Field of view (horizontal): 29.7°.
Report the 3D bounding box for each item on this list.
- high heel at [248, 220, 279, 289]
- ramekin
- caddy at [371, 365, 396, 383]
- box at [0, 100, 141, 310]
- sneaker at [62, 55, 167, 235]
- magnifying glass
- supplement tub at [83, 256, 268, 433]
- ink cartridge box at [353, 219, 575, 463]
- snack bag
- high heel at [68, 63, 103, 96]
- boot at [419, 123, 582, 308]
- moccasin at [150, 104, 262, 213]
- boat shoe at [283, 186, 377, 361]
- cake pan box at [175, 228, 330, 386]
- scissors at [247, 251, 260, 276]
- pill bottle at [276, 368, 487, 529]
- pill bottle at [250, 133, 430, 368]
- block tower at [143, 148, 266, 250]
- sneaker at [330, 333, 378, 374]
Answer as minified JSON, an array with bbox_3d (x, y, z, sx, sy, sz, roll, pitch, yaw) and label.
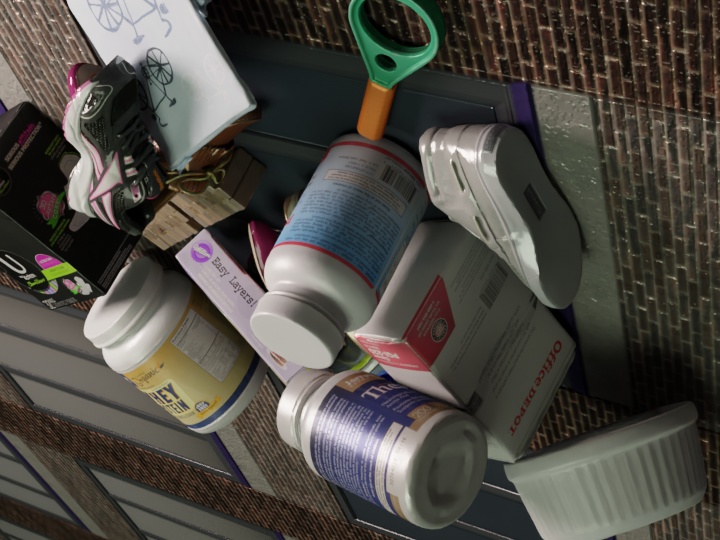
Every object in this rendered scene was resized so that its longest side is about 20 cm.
[{"bbox_3d":[-0.048,0.000,1.442,0.095,0.068,0.200,-20,142,8],"label":"high heel"},{"bbox_3d":[0.250,0.205,1.349,0.202,0.201,0.095,-33,75,60],"label":"ramekin"},{"bbox_3d":[0.062,0.126,1.465,0.105,0.142,0.199,34,152,-20],"label":"caddy"},{"bbox_3d":[-0.367,-0.069,1.550,0.200,0.125,0.148,43,149,-25],"label":"box"},{"bbox_3d":[-0.211,-0.108,1.233,0.086,0.080,0.201,32,149,11],"label":"sneaker"},{"bbox_3d":[0.021,-0.170,1.121,0.079,0.023,0.200,26,154,5],"label":"magnifying glass"},{"bbox_3d":[-0.226,0.091,1.674,0.200,0.145,0.144,41,150,-25],"label":"supplement tub"},{"bbox_3d":[0.106,0.069,1.315,0.084,0.146,0.200,2,143,50],"label":"ink cartridge box"},{"bbox_3d":[-0.173,-0.197,1.176,0.201,0.021,0.188,58,147,-4],"label":"snack bag"},{"bbox_3d":[-0.275,-0.142,1.373,0.095,0.068,0.200,5,151,18],"label":"high heel"},{"bbox_3d":[0.123,-0.051,1.192,0.095,0.074,0.201,11,140,43],"label":"boot"},{"bbox_3d":[-0.169,-0.101,1.302,0.200,0.073,0.078,-31,81,26],"label":"moccasin"},{"bbox_3d":[0.000,0.000,1.325,0.065,0.072,0.201,-33,87,35],"label":"boat shoe"},{"bbox_3d":[-0.111,0.057,1.495,0.200,0.052,0.184,47,172,15],"label":"cake pan box"},{"bbox_3d":[-0.064,-0.018,1.474,0.073,0.014,0.200,35,153,-13],"label":"scissors"},{"bbox_3d":[0.014,0.159,1.286,0.199,0.111,0.111,18,154,44],"label":"pill bottle"},{"bbox_3d":[-0.020,-0.017,1.225,0.108,0.201,0.109,22,152,12],"label":"pill bottle"},{"bbox_3d":[-0.175,-0.078,1.431,0.054,0.058,0.199,38,150,-20],"label":"block tower"},{"bbox_3d":[0.016,0.041,1.425,0.081,0.074,0.200,41,131,2],"label":"sneaker"}]
